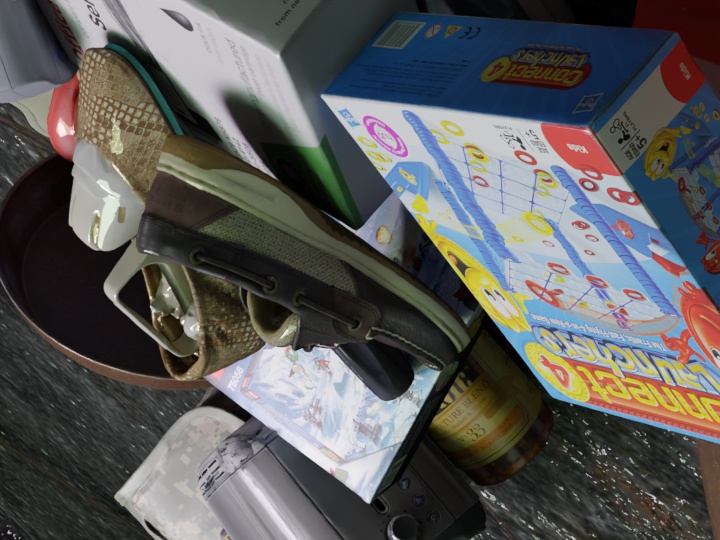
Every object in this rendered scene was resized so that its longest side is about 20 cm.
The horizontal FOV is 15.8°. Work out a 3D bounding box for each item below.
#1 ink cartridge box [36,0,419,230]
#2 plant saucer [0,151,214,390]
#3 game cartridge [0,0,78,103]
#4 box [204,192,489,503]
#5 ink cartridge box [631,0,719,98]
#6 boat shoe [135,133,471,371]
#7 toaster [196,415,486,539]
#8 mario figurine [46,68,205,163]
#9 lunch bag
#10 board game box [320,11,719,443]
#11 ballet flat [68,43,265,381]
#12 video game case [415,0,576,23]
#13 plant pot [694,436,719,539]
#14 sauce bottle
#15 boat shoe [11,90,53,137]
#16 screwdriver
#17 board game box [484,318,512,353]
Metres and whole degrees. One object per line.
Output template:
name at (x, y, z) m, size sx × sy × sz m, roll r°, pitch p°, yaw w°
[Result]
ink cartridge box at (-0.067, -0.126, 1.213) m, size 0.199 × 0.084 × 0.146 m, roll 30°, pitch 160°, yaw 31°
plant saucer at (-0.110, 0.000, 1.476) m, size 0.200 × 0.200 × 0.035 m, roll 34°, pitch 137°, yaw 21°
game cartridge at (-0.179, -0.158, 1.313) m, size 0.200 × 0.041 × 0.134 m, roll -90°, pitch -22°, yaw -73°
box at (0.000, 0.000, 1.323) m, size 0.137 × 0.040 × 0.201 m, roll 36°, pitch 120°, yaw 14°
ink cartridge box at (0.168, -0.055, 1.034) m, size 0.162 × 0.057 × 0.200 m, roll 25°, pitch 161°, yaw 41°
boat shoe at (-0.030, 0.005, 1.216) m, size 0.200 × 0.065 × 0.073 m, roll 33°, pitch 176°, yaw -36°
toaster at (-0.016, 0.132, 1.474) m, size 0.129 × 0.113 × 0.200 m, roll 52°, pitch 164°, yaw 4°
mario figurine at (-0.100, -0.079, 1.445) m, size 0.105 × 0.124 × 0.200 m, roll 5°, pitch -152°, yaw -31°
lunch bag at (-0.033, 0.124, 1.616) m, size 0.164 × 0.200 × 0.118 m, roll 42°, pitch 163°, yaw -1°
board game box at (0.104, -0.016, 1.098) m, size 0.196 × 0.056 × 0.200 m, roll 52°, pitch 160°, yaw -26°
ballet flat at (-0.102, -0.018, 1.259) m, size 0.070 × 0.065 × 0.201 m, roll 32°, pitch 155°, yaw 47°
video game case at (-0.014, -0.177, 1.158) m, size 0.200 × 0.023 × 0.182 m, roll 14°, pitch 149°, yaw 54°
plant pot at (0.239, 0.132, 1.162) m, size 0.201 × 0.186 × 0.187 m, roll 59°, pitch 159°, yaw -10°
sauce bottle at (0.023, 0.031, 1.413) m, size 0.200 × 0.066 × 0.066 m, roll 46°, pitch 161°, yaw -18°
boat shoe at (-0.185, -0.126, 1.550) m, size 0.074 × 0.067 × 0.199 m, roll -15°, pitch 156°, yaw 35°
screwdriver at (-0.040, -0.014, 1.268) m, size 0.200 × 0.028 × 0.029 m, roll 52°, pitch -164°, yaw -15°
board game box at (0.007, -0.038, 1.438) m, size 0.199 × 0.032 × 0.120 m, roll 35°, pitch 157°, yaw 18°
